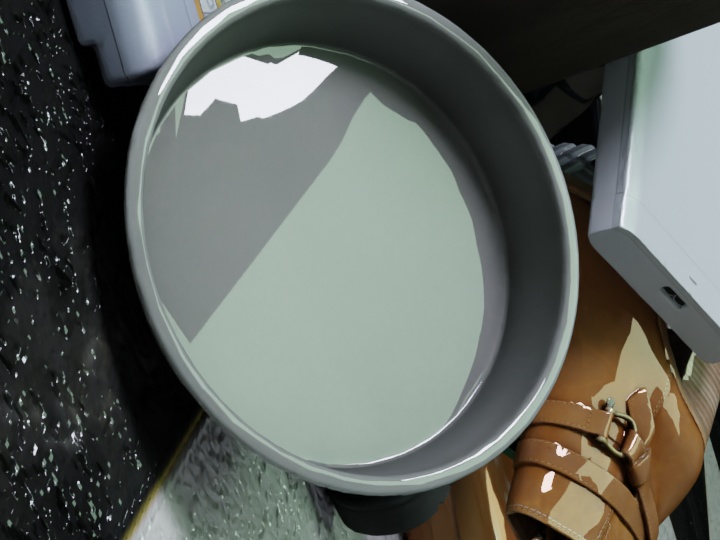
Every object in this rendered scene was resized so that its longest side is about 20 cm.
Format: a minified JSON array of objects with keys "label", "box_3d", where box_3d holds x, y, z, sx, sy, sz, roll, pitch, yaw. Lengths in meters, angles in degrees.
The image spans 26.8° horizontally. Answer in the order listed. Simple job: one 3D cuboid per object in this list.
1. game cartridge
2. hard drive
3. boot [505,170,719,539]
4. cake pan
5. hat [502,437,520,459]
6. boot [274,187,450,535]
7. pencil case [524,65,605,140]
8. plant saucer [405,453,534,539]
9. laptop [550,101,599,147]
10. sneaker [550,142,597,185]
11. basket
[{"label":"game cartridge","box_3d":[-0.081,-0.149,0.651,0.200,0.041,0.135,-32,111,-73]},{"label":"hard drive","box_3d":[0.165,-0.072,0.776,0.132,0.026,0.202,40,50,-41]},{"label":"boot","box_3d":[0.098,0.057,0.755,0.200,0.076,0.156,49,56,-26]},{"label":"cake pan","box_3d":[-0.004,-0.013,0.590,0.198,0.037,0.203,8,74,-28]},{"label":"hat","box_3d":[0.135,0.002,0.849,0.166,0.176,0.200,46,16,8]},{"label":"boot","box_3d":[0.002,0.000,0.717,0.212,0.078,0.159,-83,153,-51]},{"label":"pencil case","box_3d":[0.076,-0.089,0.841,0.078,0.200,0.089,48,34,2]},{"label":"plant saucer","box_3d":[0.064,0.147,0.873,0.200,0.037,0.203,-15,90,-73]},{"label":"laptop","box_3d":[0.170,-0.039,1.257,0.188,0.114,0.202,-79,150,-56]},{"label":"sneaker","box_3d":[0.110,-0.018,0.963,0.074,0.199,0.117,-20,110,-30]},{"label":"basket","box_3d":[0.068,-0.144,0.696,0.180,0.198,0.137,-31,98,-61]}]
